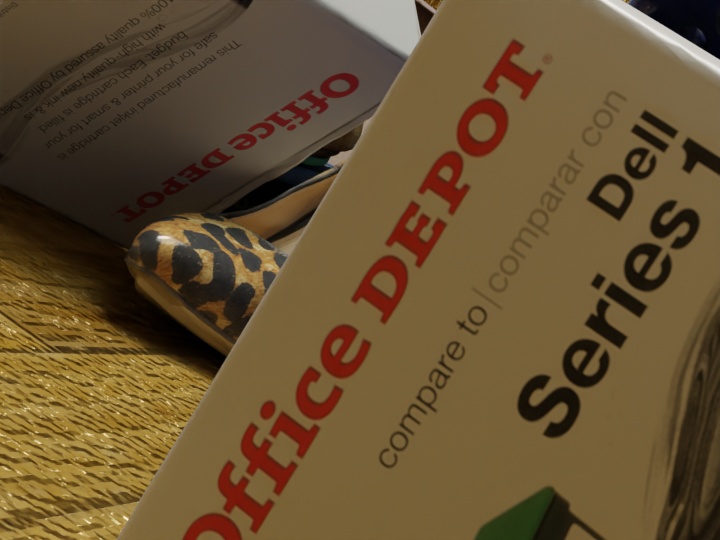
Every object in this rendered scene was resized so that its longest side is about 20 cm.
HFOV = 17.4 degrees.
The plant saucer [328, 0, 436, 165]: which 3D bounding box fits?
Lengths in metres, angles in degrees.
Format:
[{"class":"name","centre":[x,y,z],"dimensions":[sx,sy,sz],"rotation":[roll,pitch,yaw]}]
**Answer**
[{"class":"plant saucer","centre":[-0.046,-0.076,1.030],"dimensions":[0.199,0.035,0.201],"rotation":[5,37,-4]}]

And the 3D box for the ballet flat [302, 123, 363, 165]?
[{"class":"ballet flat","centre":[-0.022,-0.101,0.932],"dimensions":[0.067,0.073,0.200],"rotation":[22,14,-9]}]

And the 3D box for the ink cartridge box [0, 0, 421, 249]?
[{"class":"ink cartridge box","centre":[-0.097,-0.102,0.767],"dimensions":[0.199,0.145,0.084],"rotation":[28,45,-41]}]

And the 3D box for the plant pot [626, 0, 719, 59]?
[{"class":"plant pot","centre":[0.114,0.025,0.709],"dimensions":[0.200,0.201,0.180],"rotation":[35,-1,22]}]

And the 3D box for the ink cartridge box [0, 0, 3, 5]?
[{"class":"ink cartridge box","centre":[-0.150,-0.083,0.453],"dimensions":[0.128,0.126,0.200],"rotation":[33,5,4]}]

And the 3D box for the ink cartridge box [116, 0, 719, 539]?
[{"class":"ink cartridge box","centre":[0.072,0.053,0.422],"dimensions":[0.199,0.147,0.084],"rotation":[34,7,21]}]

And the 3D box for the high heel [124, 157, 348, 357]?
[{"class":"high heel","centre":[0.000,-0.032,0.787],"dimensions":[0.071,0.143,0.200],"rotation":[35,6,26]}]

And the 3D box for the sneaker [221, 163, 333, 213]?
[{"class":"sneaker","centre":[0.000,0.000,0.916],"dimensions":[0.199,0.074,0.082],"rotation":[22,10,-22]}]
